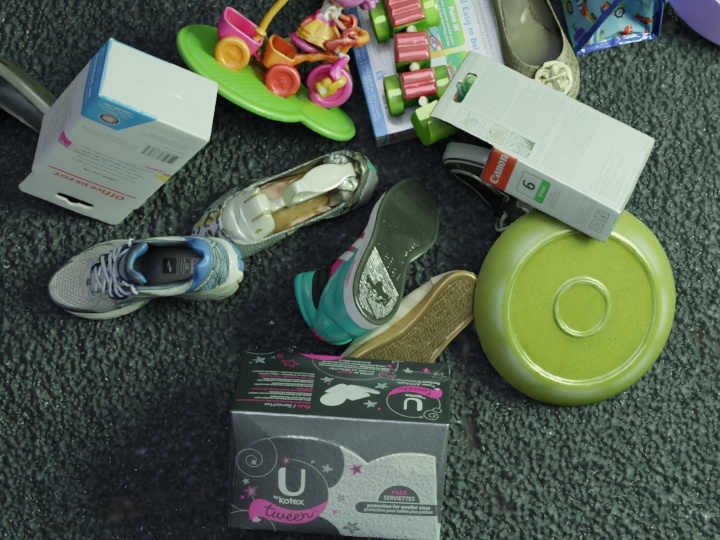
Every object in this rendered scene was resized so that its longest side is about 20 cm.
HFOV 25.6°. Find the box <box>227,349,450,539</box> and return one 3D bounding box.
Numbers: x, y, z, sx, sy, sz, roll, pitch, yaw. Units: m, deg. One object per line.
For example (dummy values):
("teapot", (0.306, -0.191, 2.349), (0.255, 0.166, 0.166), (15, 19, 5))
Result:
("box", (-0.019, 0.163, 1.457), (0.197, 0.115, 0.134), (4, 116, 2))

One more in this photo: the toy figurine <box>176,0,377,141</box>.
("toy figurine", (-0.047, -0.247, 1.507), (0.199, 0.151, 0.185), (28, 115, -13))

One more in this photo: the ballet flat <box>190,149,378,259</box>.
("ballet flat", (-0.077, -0.068, 1.546), (0.198, 0.072, 0.073), (-23, 80, -2))

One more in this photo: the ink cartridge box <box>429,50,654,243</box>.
("ink cartridge box", (0.167, -0.119, 1.493), (0.198, 0.051, 0.109), (27, 51, 7))

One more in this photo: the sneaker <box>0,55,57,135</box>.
("sneaker", (-0.382, -0.163, 1.577), (0.199, 0.075, 0.107), (35, 95, 6))

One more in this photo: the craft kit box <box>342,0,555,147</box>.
("craft kit box", (0.085, -0.245, 1.588), (0.195, 0.049, 0.202), (-14, 80, 1))

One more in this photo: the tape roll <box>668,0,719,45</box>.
("tape roll", (0.390, -0.320, 1.558), (0.197, 0.066, 0.203), (3, 76, -13))

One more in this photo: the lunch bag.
("lunch bag", (0.241, -0.315, 1.516), (0.093, 0.200, 0.152), (-12, 80, -1))

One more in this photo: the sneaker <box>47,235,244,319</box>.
("sneaker", (-0.217, -0.003, 1.518), (0.198, 0.085, 0.078), (-11, 79, 15))

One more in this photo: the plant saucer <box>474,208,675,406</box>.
("plant saucer", (0.208, 0.034, 1.507), (0.197, 0.031, 0.203), (-1, 99, -7))

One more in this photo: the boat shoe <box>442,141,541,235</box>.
("boat shoe", (0.163, -0.058, 1.538), (0.198, 0.071, 0.064), (28, 81, 4))

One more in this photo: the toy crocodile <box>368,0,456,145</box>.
("toy crocodile", (0.049, -0.217, 1.531), (0.067, 0.062, 0.203), (-11, 79, -1))

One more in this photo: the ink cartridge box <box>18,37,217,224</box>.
("ink cartridge box", (-0.233, -0.126, 1.497), (0.114, 0.200, 0.069), (21, 57, -27))

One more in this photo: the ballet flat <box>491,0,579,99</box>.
("ballet flat", (0.162, -0.251, 1.543), (0.067, 0.046, 0.202), (-17, 80, -1))

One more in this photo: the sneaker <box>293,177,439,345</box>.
("sneaker", (0.000, 0.000, 1.528), (0.084, 0.120, 0.201), (47, 42, -17))

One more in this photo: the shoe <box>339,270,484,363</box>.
("shoe", (0.038, 0.073, 1.532), (0.200, 0.053, 0.070), (-41, 109, -2))
